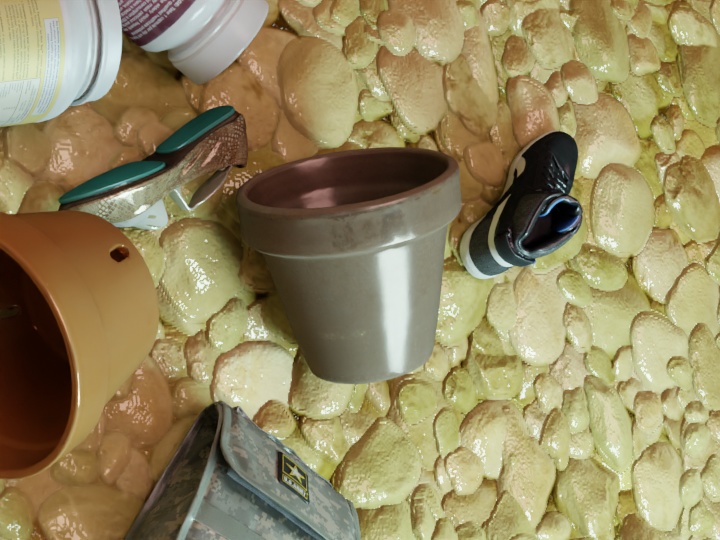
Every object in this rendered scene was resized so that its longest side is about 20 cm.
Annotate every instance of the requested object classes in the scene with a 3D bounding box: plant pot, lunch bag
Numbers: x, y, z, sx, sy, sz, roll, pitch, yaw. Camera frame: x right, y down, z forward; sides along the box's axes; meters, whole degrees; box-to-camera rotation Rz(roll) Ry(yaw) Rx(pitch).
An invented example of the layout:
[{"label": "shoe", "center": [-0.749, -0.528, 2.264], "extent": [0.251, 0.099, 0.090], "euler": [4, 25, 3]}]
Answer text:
[{"label": "plant pot", "center": [0.000, 0.000, 1.480], "extent": [0.199, 0.199, 0.176], "euler": [-22, 111, -38]}, {"label": "lunch bag", "center": [-0.094, 0.225, 1.397], "extent": [0.164, 0.117, 0.201], "euler": [40, 54, -22]}, {"label": "plant pot", "center": [-0.248, 0.038, 1.282], "extent": [0.140, 0.199, 0.201], "euler": [-32, 101, -53]}]

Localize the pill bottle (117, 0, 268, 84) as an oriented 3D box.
[{"label": "pill bottle", "center": [-0.180, -0.259, 1.428], "extent": [0.200, 0.114, 0.115], "euler": [42, 59, -23]}]

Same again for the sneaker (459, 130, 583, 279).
[{"label": "sneaker", "center": [0.190, -0.071, 1.670], "extent": [0.073, 0.112, 0.200], "euler": [49, 56, -19]}]

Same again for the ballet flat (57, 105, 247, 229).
[{"label": "ballet flat", "center": [-0.167, -0.073, 1.434], "extent": [0.199, 0.070, 0.066], "euler": [-33, 115, -33]}]

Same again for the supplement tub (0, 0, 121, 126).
[{"label": "supplement tub", "center": [-0.300, -0.181, 1.302], "extent": [0.199, 0.145, 0.147], "euler": [-12, 88, -38]}]
